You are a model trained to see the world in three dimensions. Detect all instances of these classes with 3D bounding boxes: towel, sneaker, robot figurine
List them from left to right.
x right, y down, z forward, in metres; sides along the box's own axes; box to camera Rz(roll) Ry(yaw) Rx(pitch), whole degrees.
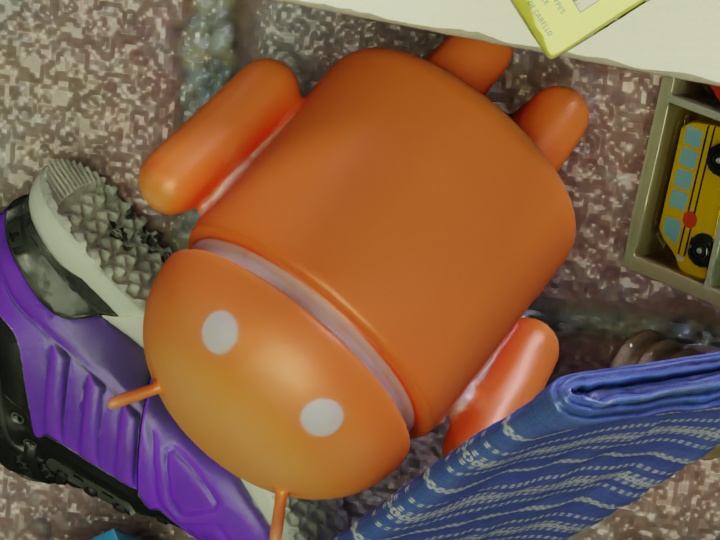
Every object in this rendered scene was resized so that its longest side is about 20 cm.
[{"bbox_3d":[-0.090,0.061,1.112,0.099,0.070,0.201,-36,93,20],"label":"sneaker"},{"bbox_3d":[0.001,0.001,1.035,0.200,0.116,0.144,-50,133,-18],"label":"robot figurine"},{"bbox_3d":[0.061,0.083,1.027,0.200,0.144,0.024,-40,65,42],"label":"towel"}]

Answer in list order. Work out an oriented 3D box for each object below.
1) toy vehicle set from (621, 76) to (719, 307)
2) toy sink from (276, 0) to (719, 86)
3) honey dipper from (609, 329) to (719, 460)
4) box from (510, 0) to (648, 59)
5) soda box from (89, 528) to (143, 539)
[{"bbox_3d":[0.171,-0.077,1.031,0.124,0.026,0.201,23,108,38],"label":"toy vehicle set"},{"bbox_3d":[0.068,-0.152,1.015,0.199,0.112,0.131,10,106,4],"label":"toy sink"},{"bbox_3d":[0.177,0.073,1.041,0.199,0.038,0.038,24,109,37],"label":"honey dipper"},{"bbox_3d":[0.134,-0.144,0.914,0.199,0.075,0.050,-33,96,14],"label":"box"},{"bbox_3d":[-0.077,0.206,1.094,0.064,0.068,0.201,-27,67,12],"label":"soda box"}]
